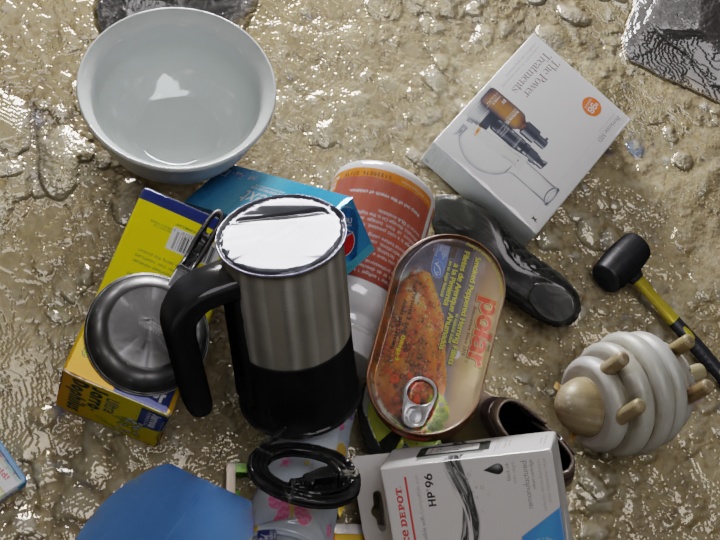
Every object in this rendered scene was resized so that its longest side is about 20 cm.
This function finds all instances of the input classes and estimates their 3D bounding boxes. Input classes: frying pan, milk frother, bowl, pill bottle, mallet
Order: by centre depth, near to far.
[{"bbox_3d":[-0.056,0.074,1.227,0.180,0.190,0.199,-32,45,-30],"label":"milk frother"},{"bbox_3d":[-0.165,0.034,1.301,0.189,0.031,0.115,-37,84,-23],"label":"frying pan"},{"bbox_3d":[0.000,0.000,1.433,0.111,0.112,0.202,21,64,-6],"label":"pill bottle"},{"bbox_3d":[-0.187,-0.161,1.451,0.198,0.091,0.204,4,59,-6],"label":"bowl"},{"bbox_3d":[0.329,0.055,1.548,0.065,0.041,0.201,-32,83,-26],"label":"mallet"}]

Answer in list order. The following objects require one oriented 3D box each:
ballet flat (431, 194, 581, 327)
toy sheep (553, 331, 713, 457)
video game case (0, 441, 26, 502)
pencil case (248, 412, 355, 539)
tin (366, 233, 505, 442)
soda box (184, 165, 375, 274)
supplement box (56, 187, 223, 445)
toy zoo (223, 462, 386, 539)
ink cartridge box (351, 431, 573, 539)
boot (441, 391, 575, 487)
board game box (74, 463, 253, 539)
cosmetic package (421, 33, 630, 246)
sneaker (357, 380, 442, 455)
[{"bbox_3d":[0.150,-0.007,1.523,0.200,0.057,0.067,41,91,9],"label":"ballet flat"},{"bbox_3d":[0.280,0.123,1.451,0.198,0.138,0.140,-6,70,-28],"label":"toy sheep"},{"bbox_3d":[-0.424,0.192,1.288,0.199,0.018,0.144,-34,80,-25],"label":"video game case"},{"bbox_3d":[-0.059,0.188,1.323,0.090,0.084,0.202,-9,43,22],"label":"pencil case"},{"bbox_3d":[0.073,0.064,1.346,0.110,0.042,0.202,12,68,12],"label":"tin"},{"bbox_3d":[-0.082,-0.045,1.388,0.068,0.199,0.065,-42,126,-26],"label":"soda box"},{"bbox_3d":[-0.200,0.045,1.360,0.108,0.109,0.202,22,64,-6],"label":"supplement box"},{"bbox_3d":[-0.034,0.254,1.370,0.197,0.020,0.133,5,67,-13],"label":"toy zoo"},{"bbox_3d":[0.088,0.221,1.301,0.197,0.068,0.118,-9,96,13],"label":"ink cartridge box"},{"bbox_3d":[0.124,0.144,1.387,0.199,0.146,0.071,34,76,0],"label":"boot"},{"bbox_3d":[-0.173,0.262,1.273,0.198,0.039,0.159,15,59,41],"label":"board game box"},{"bbox_3d":[0.185,-0.145,1.581,0.151,0.052,0.200,42,64,1],"label":"cosmetic package"},{"bbox_3d":[0.067,0.187,1.384,0.075,0.076,0.202,-20,79,-54],"label":"sneaker"}]
